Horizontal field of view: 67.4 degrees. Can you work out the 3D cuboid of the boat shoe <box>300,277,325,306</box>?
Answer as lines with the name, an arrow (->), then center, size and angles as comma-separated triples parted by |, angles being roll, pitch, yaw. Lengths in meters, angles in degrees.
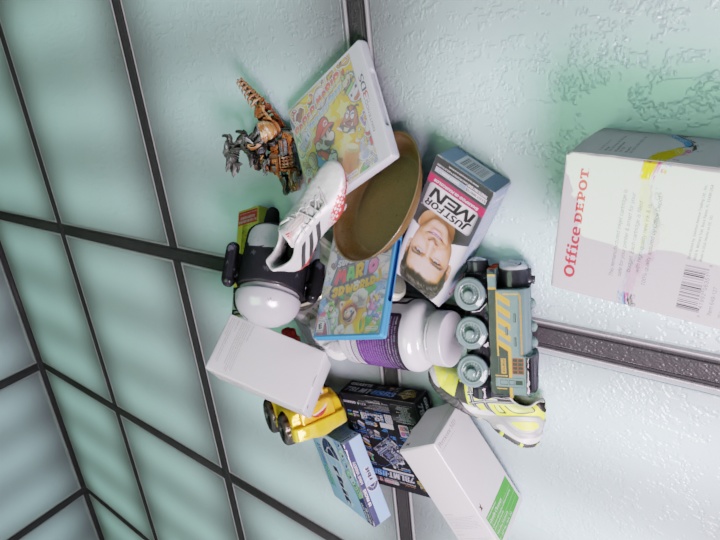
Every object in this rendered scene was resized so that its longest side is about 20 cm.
boat shoe -> -0.135, 0.027, 1.044 | 0.197, 0.073, 0.065 | 1, 119, 45

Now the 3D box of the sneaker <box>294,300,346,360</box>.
sneaker -> -0.064, 0.120, 1.019 | 0.199, 0.076, 0.102 | 38, 150, 52

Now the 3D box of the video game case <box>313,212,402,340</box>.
video game case -> -0.002, 0.005, 0.834 | 0.140, 0.018, 0.207 | -9, 63, 42

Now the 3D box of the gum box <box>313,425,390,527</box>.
gum box -> -0.029, 0.399, 1.097 | 0.199, 0.043, 0.176 | -9, 103, 65

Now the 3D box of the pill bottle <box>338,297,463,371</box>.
pill bottle -> 0.066, 0.103, 0.878 | 0.195, 0.110, 0.116 | 1, 111, 41

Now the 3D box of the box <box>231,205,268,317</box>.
box -> -0.204, -0.014, 1.041 | 0.074, 0.049, 0.209 | -7, 76, 42

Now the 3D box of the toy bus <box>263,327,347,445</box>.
toy bus -> -0.123, 0.216, 1.062 | 0.198, 0.132, 0.200 | 4, 106, 64

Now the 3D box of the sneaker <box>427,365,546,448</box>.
sneaker -> 0.198, 0.189, 0.842 | 0.195, 0.075, 0.079 | 26, 110, 22

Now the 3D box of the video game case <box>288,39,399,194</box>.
video game case -> -0.035, -0.217, 0.844 | 0.197, 0.022, 0.189 | -27, 75, 45

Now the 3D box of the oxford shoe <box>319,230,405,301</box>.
oxford shoe -> 0.000, 0.000, 0.914 | 0.198, 0.074, 0.060 | 34, 123, 33

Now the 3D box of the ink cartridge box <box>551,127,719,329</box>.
ink cartridge box -> 0.320, -0.053, 0.560 | 0.195, 0.143, 0.153 | 17, 120, 34

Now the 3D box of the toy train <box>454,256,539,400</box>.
toy train -> 0.195, 0.083, 0.767 | 0.110, 0.085, 0.209 | -1, 95, 23

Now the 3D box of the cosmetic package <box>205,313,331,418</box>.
cosmetic package -> -0.161, 0.170, 0.961 | 0.194, 0.110, 0.085 | 21, 159, 12

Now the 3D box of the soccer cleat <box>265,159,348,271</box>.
soccer cleat -> -0.083, -0.077, 0.832 | 0.069, 0.084, 0.203 | 44, 121, 20

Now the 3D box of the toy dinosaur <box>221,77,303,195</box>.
toy dinosaur -> -0.169, -0.233, 0.961 | 0.132, 0.101, 0.208 | -18, 80, 29

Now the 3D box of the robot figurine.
robot figurine -> -0.153, -0.003, 0.954 | 0.145, 0.124, 0.208 | -4, 67, 29

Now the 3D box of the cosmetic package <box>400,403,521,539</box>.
cosmetic package -> 0.165, 0.333, 0.878 | 0.084, 0.107, 0.203 | -27, 100, 45

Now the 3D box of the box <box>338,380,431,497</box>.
box -> 0.063, 0.318, 1.023 | 0.196, 0.049, 0.205 | -4, 109, 44

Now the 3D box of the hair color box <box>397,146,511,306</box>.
hair color box -> 0.126, -0.060, 0.785 | 0.098, 0.060, 0.204 | 37, 130, 22

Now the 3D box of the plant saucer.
plant saucer -> 0.030, -0.106, 0.806 | 0.198, 0.035, 0.207 | -31, 49, 43
